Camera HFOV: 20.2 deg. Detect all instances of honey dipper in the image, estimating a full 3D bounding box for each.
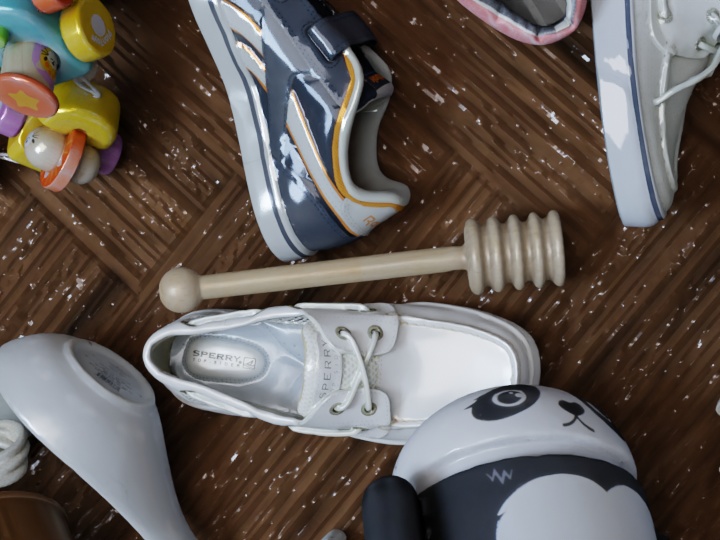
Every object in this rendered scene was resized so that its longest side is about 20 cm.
[{"bbox_3d":[0.000,0.000,0.985,0.198,0.038,0.038,-7,87,0],"label":"honey dipper"}]

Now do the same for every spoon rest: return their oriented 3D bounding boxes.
[{"bbox_3d":[-0.104,0.102,1.018,0.199,0.099,0.061,36,104,2],"label":"spoon rest"}]

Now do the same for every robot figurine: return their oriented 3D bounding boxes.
[{"bbox_3d":[0.080,0.149,0.918,0.124,0.151,0.202,-16,56,11],"label":"robot figurine"}]

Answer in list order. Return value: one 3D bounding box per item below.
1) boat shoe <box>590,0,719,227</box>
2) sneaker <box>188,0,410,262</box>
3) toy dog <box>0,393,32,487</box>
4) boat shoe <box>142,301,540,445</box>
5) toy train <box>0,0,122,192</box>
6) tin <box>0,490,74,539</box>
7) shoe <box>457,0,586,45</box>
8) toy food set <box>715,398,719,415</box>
[{"bbox_3d":[0.154,-0.123,0.956,0.085,0.075,0.204,-3,79,12],"label":"boat shoe"},{"bbox_3d":[-0.030,-0.111,1.002,0.079,0.078,0.202,-16,96,20],"label":"sneaker"},{"bbox_3d":[-0.249,0.129,1.032,0.198,0.132,0.097,-16,117,-6],"label":"toy dog"},{"bbox_3d":[-0.013,0.051,0.997,0.198,0.069,0.072,-1,87,16],"label":"boat shoe"},{"bbox_3d":[-0.193,-0.079,1.005,0.149,0.201,0.056,6,59,-6],"label":"toy train"},{"bbox_3d":[-0.227,0.158,0.969,0.112,0.198,0.042,-56,50,45],"label":"tin"},{"bbox_3d":[0.042,-0.193,0.944,0.071,0.091,0.201,-34,99,9],"label":"shoe"},{"bbox_3d":[0.215,-0.030,0.852,0.060,0.201,0.143,39,125,-11],"label":"toy food set"}]
